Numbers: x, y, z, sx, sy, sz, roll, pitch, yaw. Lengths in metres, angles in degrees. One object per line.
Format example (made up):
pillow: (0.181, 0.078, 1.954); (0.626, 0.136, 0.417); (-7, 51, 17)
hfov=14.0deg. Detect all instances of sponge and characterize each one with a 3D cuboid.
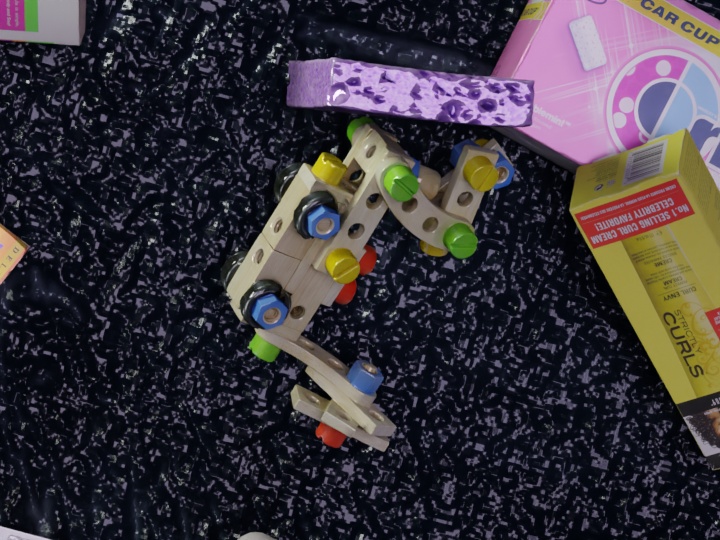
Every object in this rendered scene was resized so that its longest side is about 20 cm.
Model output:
sponge: (0.024, -0.099, 1.631); (0.111, 0.200, 0.030); (5, 93, -9)

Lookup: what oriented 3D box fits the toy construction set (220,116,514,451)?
toy construction set: (0.000, 0.000, 1.692); (0.131, 0.092, 0.201); (20, 96, -34)

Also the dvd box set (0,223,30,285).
dvd box set: (-0.309, -0.019, 1.662); (0.200, 0.029, 0.147); (38, 85, -8)

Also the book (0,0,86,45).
book: (-0.251, -0.196, 1.626); (0.199, 0.048, 0.134); (5, 114, 1)

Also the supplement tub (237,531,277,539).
supplement tub: (-0.022, 0.257, 1.638); (0.200, 0.145, 0.145); (35, 86, 2)

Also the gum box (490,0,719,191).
gum box: (0.181, -0.094, 1.724); (0.199, 0.066, 0.114); (28, 88, -10)

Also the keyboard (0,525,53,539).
keyboard: (-0.135, 0.198, 1.708); (0.199, 0.011, 0.057); (16, 89, -9)

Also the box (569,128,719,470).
box: (0.196, 0.019, 1.695); (0.075, 0.050, 0.201); (-18, 118, 23)
